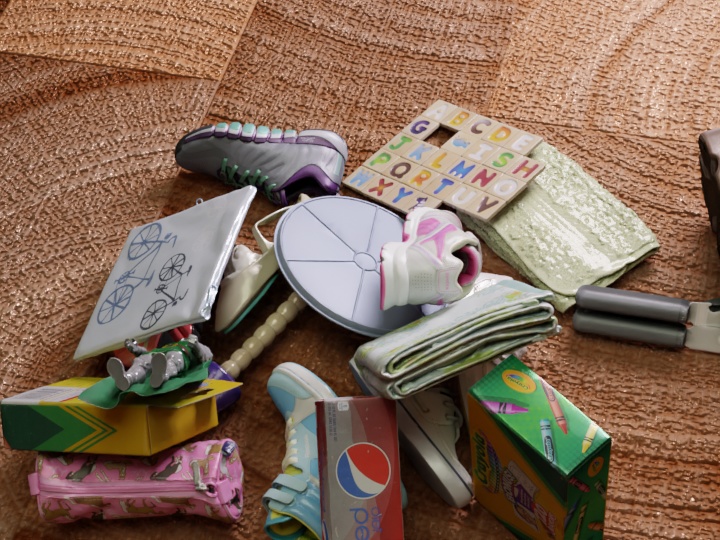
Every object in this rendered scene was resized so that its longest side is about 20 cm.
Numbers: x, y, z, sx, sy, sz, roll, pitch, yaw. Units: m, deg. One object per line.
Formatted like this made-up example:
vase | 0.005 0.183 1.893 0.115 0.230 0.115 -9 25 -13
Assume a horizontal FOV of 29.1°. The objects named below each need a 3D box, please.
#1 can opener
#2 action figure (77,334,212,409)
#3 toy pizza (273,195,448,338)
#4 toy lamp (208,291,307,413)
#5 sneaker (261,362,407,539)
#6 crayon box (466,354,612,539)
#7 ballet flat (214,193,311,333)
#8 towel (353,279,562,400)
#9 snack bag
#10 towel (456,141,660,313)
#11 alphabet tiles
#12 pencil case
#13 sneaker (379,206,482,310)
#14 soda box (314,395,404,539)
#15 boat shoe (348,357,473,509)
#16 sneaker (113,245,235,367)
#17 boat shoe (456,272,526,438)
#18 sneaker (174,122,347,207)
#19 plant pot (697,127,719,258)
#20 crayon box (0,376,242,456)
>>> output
can opener | 0.318 0.050 1.412 0.200 0.053 0.066 7 20 10
action figure | -0.186 0.088 1.320 0.118 0.200 0.055 -5 92 5
toy pizza | 0.000 0.000 1.458 0.200 0.032 0.200 16 42 -15
toy lamp | -0.109 0.077 1.437 0.058 0.058 0.200 32 60 27
sneaker | -0.061 0.184 1.336 0.131 0.080 0.200 -33 55 -18
crayon box | 0.158 0.177 1.235 0.058 0.200 0.119 -37 57 -19
ballet flat | -0.104 -0.014 1.491 0.069 0.069 0.200 28 54 25
towel | 0.084 0.060 1.271 0.171 0.200 0.048 -21 93 -6
snack bag | -0.198 0.001 1.436 0.200 0.021 0.189 -18 39 35
towel | 0.211 -0.053 1.503 0.148 0.036 0.200 -33 56 -17
alphabet tiles | 0.102 -0.117 1.552 0.167 0.008 0.200 -42 44 -22
pencil case | -0.213 0.204 1.334 0.200 0.087 0.083 -2 47 9
sneaker | 0.082 -0.008 1.389 0.088 0.081 0.200 4 21 15
soda box | 0.000 0.214 1.251 0.070 0.063 0.200 -2 84 -10
boat shoe | 0.065 0.143 1.357 0.070 0.071 0.200 -31 49 -9
sneaker | -0.200 0.026 1.477 0.087 0.074 0.200 -1 44 31
boat shoe | 0.132 0.079 1.392 0.069 0.071 0.200 -3 52 8
sneaker | -0.116 -0.114 1.571 0.200 0.074 0.088 -1 58 6
plant pot | 0.457 -0.086 1.411 0.198 0.200 0.200 -12 52 9
crayon box | -0.228 0.139 1.337 0.200 0.127 0.051 -1 96 25
